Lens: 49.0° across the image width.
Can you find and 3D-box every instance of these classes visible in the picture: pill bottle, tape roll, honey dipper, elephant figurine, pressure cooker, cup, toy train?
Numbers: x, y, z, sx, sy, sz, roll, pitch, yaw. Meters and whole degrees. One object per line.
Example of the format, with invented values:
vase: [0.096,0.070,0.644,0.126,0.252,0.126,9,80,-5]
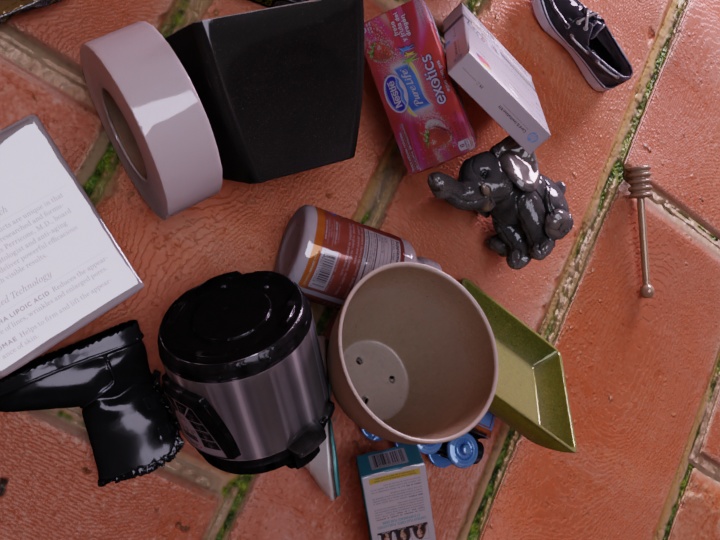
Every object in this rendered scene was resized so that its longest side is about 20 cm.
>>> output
pill bottle: [0.000,0.000,0.996,0.197,0.112,0.114,19,80,-21]
tape roll: [-0.229,-0.163,0.864,0.070,0.202,0.205,-29,98,-20]
honey dipper: [0.438,-0.059,1.221,0.037,0.038,0.204,-5,90,-22]
elephant figurine: [0.189,-0.114,1.066,0.141,0.156,0.200,-42,108,11]
pressure cooker: [-0.120,0.125,0.881,0.175,0.177,0.203,-7,126,4]
cup: [0.038,0.111,0.915,0.197,0.143,0.204,10,65,-22]
toy train: [0.085,0.185,1.039,0.197,0.086,0.116,25,69,-17]

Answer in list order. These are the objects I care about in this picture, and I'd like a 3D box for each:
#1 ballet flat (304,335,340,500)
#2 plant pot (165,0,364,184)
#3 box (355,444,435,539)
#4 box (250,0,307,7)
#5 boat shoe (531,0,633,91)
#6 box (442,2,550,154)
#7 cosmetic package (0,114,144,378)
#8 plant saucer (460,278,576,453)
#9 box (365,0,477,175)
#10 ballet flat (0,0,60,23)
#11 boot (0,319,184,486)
ballet flat: [-0.062,0.185,0.993,0.068,0.069,0.204,-1,83,-22]
plant pot: [-0.106,-0.206,0.932,0.196,0.199,0.181,-17,106,-22]
box: [0.050,0.322,0.989,0.081,0.049,0.204,-11,110,-5]
box: [-0.127,-0.448,1.005,0.158,0.044,0.204,14,82,-21]
boat shoe: [0.334,-0.357,1.177,0.072,0.068,0.201,-43,103,-19]
box: [0.177,-0.259,1.047,0.155,0.201,0.041,39,118,-21]
cosmetic package: [-0.353,-0.022,0.823,0.164,0.164,0.202,-34,99,-20]
plant saucer: [0.194,0.133,1.058,0.199,0.048,0.201,37,31,-17]
box: [0.077,-0.236,1.031,0.094,0.100,0.203,-20,96,14]
ballet flat: [-0.407,-0.309,0.869,0.199,0.072,0.073,-32,99,-20]
boot: [-0.303,0.164,0.888,0.196,0.073,0.165,-22,101,-20]
